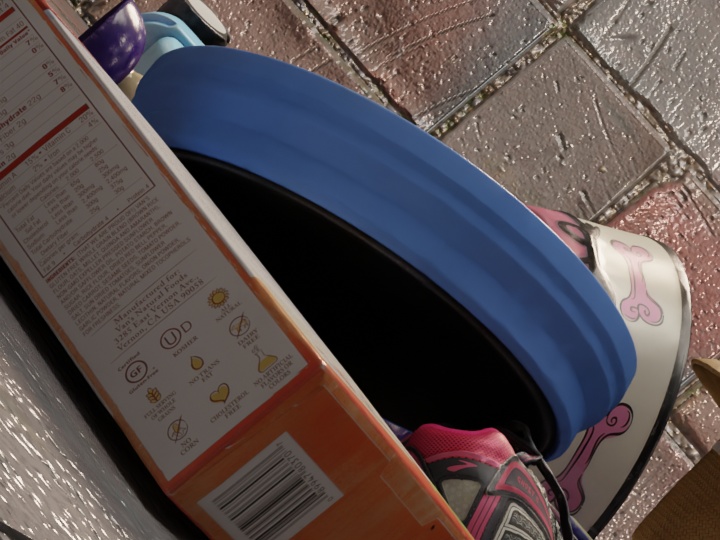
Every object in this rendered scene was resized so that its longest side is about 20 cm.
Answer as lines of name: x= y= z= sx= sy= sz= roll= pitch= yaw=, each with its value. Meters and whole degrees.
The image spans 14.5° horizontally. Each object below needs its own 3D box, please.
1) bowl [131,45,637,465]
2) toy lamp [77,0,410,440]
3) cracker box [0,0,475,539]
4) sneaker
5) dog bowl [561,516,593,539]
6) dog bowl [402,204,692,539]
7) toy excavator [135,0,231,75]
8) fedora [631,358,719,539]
bowl: x=0.000 y=0.000 z=0.981 sx=0.200 sy=0.039 sz=0.201 roll=31 pitch=-17 yaw=11
toy lamp: x=-0.045 y=-0.013 z=1.104 sx=0.200 sy=0.058 sz=0.058 roll=49 pitch=1 yaw=-9
cracker box: x=-0.052 y=0.015 z=0.827 sx=0.200 sy=0.058 sz=0.134 roll=51 pitch=0 yaw=40
sneaker: x=0.040 y=0.086 z=0.955 sx=0.200 sy=0.080 sz=0.075 roll=166 pitch=-74 yaw=-89
dog bowl: x=0.114 y=0.194 z=1.095 sx=0.200 sy=0.079 sz=0.200 roll=50 pitch=1 yaw=-1
dog bowl: x=0.067 y=0.057 z=1.361 sx=0.074 sy=0.200 sz=0.200 roll=31 pitch=8 yaw=-22
toy excavator: x=-0.104 y=-0.072 z=1.740 sx=0.195 sy=0.100 sz=0.200 roll=48 pitch=13 yaw=2
fedora: x=0.163 y=0.129 z=1.070 sx=0.201 sy=0.082 sz=0.201 roll=55 pitch=-1 yaw=1
